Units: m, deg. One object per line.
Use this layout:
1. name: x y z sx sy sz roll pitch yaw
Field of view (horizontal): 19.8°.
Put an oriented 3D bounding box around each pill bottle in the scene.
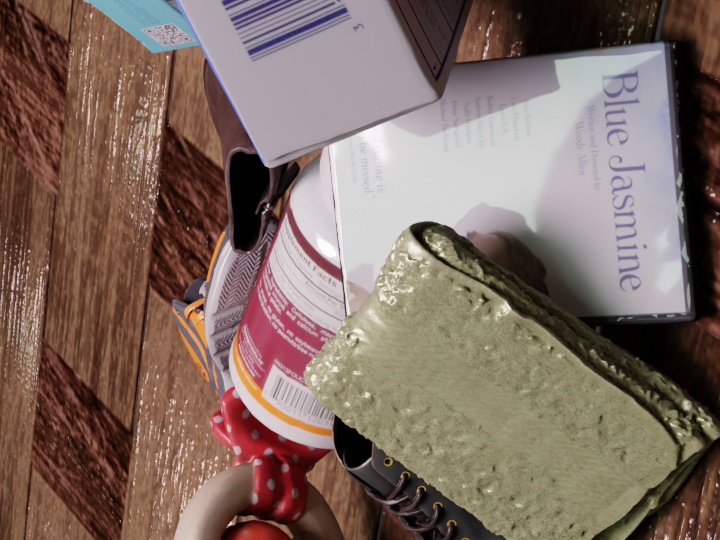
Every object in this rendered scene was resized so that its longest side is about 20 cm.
1. pill bottle: 0.000 0.000 1.221 0.115 0.113 0.201 57 139 34

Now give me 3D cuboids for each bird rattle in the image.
1. bird rattle: -0.049 0.171 1.291 0.112 0.163 0.202 -7 110 42

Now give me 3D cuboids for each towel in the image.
1. towel: 0.078 0.071 1.089 0.199 0.037 0.149 33 130 -4

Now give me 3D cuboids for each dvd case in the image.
1. dvd case: 0.077 -0.039 1.083 0.198 0.018 0.144 -4 95 24

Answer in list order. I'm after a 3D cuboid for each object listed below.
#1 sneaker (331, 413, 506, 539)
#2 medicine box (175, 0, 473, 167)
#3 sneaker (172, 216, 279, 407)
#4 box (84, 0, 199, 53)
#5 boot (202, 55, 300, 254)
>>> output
1. sneaker: 0.043 0.142 1.190 0.075 0.105 0.202 -17 82 57
2. medicine box: -0.027 -0.185 1.051 0.102 0.200 0.183 -21 112 19
3. sneaker: -0.089 0.025 1.374 0.112 0.077 0.201 51 149 41
4. box: -0.115 -0.242 1.255 0.049 0.082 0.202 -5 66 31
5. boot: -0.070 -0.079 1.269 0.201 0.072 0.168 100 176 -57
